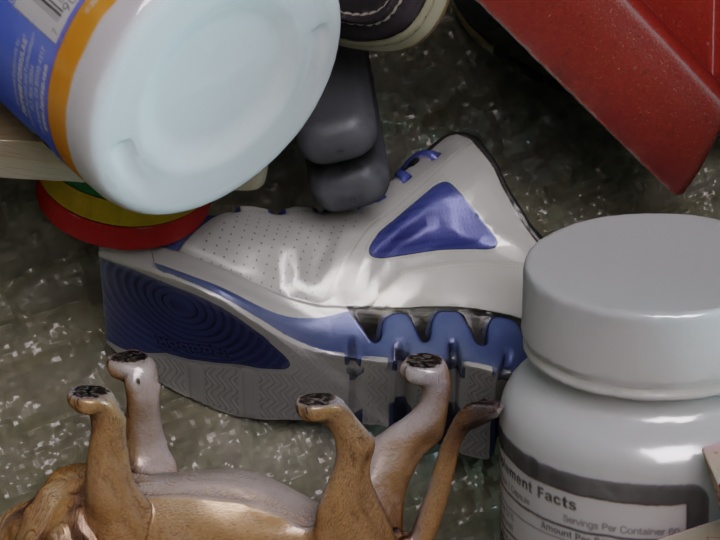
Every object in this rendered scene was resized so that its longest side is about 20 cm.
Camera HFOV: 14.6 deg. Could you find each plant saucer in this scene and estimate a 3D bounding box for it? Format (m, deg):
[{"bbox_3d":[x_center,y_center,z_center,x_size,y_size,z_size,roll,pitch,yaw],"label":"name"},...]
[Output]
[{"bbox_3d":[0.095,-0.161,1.094,0.037,0.200,0.200,-15,54,32],"label":"plant saucer"}]

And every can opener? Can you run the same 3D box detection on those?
[{"bbox_3d":[-0.005,-0.109,1.135,0.066,0.053,0.200,-10,44,8],"label":"can opener"}]

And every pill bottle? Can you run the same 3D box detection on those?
[{"bbox_3d":[-0.108,-0.117,0.999,0.112,0.112,0.200,-35,53,-19],"label":"pill bottle"},{"bbox_3d":[0.107,0.088,1.030,0.114,0.114,0.200,-6,112,-11],"label":"pill bottle"}]

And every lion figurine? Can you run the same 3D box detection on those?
[{"bbox_3d":[-0.045,0.095,1.039,0.200,0.072,0.123,3,109,13],"label":"lion figurine"}]

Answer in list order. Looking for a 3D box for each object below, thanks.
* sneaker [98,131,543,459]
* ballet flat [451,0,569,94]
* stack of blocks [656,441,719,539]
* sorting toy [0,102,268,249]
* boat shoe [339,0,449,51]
[{"bbox_3d":[0.001,0.000,1.127,0.199,0.081,0.115,14,53,4],"label":"sneaker"},{"bbox_3d":[0.134,-0.091,1.198,0.200,0.057,0.067,16,81,4],"label":"ballet flat"},{"bbox_3d":[0.150,0.115,0.950,0.200,0.059,0.115,-19,112,4],"label":"stack of blocks"},{"bbox_3d":[-0.141,-0.084,1.096,0.200,0.070,0.199,3,39,-8],"label":"sorting toy"},{"bbox_3d":[-0.048,-0.140,1.058,0.200,0.065,0.072,37,110,36],"label":"boat shoe"}]
